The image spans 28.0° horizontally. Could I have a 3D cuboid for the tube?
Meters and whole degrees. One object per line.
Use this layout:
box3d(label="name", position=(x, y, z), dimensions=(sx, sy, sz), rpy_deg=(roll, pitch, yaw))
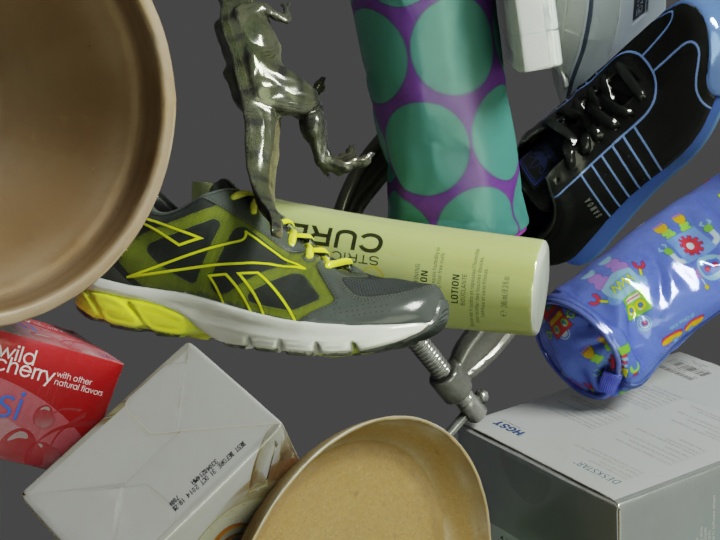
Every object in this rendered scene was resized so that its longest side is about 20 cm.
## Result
box3d(label="tube", position=(0.000, 0.000, 0.777), dimensions=(0.052, 0.199, 0.058), rpy_deg=(71, 30, -58))

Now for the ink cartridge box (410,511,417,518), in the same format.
box3d(label="ink cartridge box", position=(-0.001, 0.238, 0.838), dimensions=(0.200, 0.048, 0.146), rpy_deg=(-48, 157, -1))

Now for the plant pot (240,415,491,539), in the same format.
box3d(label="plant pot", position=(-0.005, 0.170, 0.732), dimensions=(0.199, 0.027, 0.201), rpy_deg=(-13, 108, -46))

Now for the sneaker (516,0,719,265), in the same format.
box3d(label="sneaker", position=(0.140, -0.076, 0.841), dimensions=(0.078, 0.070, 0.200), rpy_deg=(0, 135, -36))

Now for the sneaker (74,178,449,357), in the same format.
box3d(label="sneaker", position=(-0.052, -0.003, 0.735), dimensions=(0.074, 0.199, 0.085), rpy_deg=(7, 89, -77))

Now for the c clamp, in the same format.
box3d(label="c clamp", position=(0.040, 0.013, 0.881), dimensions=(0.171, 0.027, 0.200), rpy_deg=(-44, 120, -18))

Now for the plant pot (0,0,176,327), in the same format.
box3d(label="plant pot", position=(-0.193, -0.078, 0.661), dimensions=(0.200, 0.093, 0.202), rpy_deg=(-6, 101, -33))

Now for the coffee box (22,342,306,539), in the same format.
box3d(label="coffee box", position=(-0.079, 0.148, 0.760), dimensions=(0.114, 0.080, 0.200), rpy_deg=(-42, 145, -18))

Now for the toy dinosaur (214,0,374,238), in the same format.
box3d(label="toy dinosaur", position=(-0.041, -0.089, 0.760), dimensions=(0.088, 0.047, 0.201), rpy_deg=(27, 44, -50))

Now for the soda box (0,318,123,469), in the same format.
box3d(label="soda box", position=(-0.220, 0.041, 0.691), dimensions=(0.199, 0.070, 0.064), rpy_deg=(19, 91, -35))

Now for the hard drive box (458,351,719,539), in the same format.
box3d(label="hard drive box", position=(0.187, 0.129, 0.930), dimensions=(0.199, 0.156, 0.077), rpy_deg=(-13, 109, -30))

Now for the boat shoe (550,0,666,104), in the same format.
box3d(label="boat shoe", position=(0.130, -0.164, 0.873), dimensions=(0.075, 0.086, 0.202), rpy_deg=(-39, 149, -25))

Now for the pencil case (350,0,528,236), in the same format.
box3d(label="pencil case", position=(0.039, -0.113, 0.800), dimensions=(0.085, 0.092, 0.201), rpy_deg=(-11, 105, -6))

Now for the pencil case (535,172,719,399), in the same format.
box3d(label="pencil case", position=(0.210, 0.007, 0.958), dimensions=(0.200, 0.087, 0.078), rpy_deg=(-33, 150, -22))

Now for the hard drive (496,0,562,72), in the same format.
box3d(label="hard drive", position=(0.078, -0.214, 0.782), dimensions=(0.027, 0.132, 0.201), rpy_deg=(-9, 102, 3))
